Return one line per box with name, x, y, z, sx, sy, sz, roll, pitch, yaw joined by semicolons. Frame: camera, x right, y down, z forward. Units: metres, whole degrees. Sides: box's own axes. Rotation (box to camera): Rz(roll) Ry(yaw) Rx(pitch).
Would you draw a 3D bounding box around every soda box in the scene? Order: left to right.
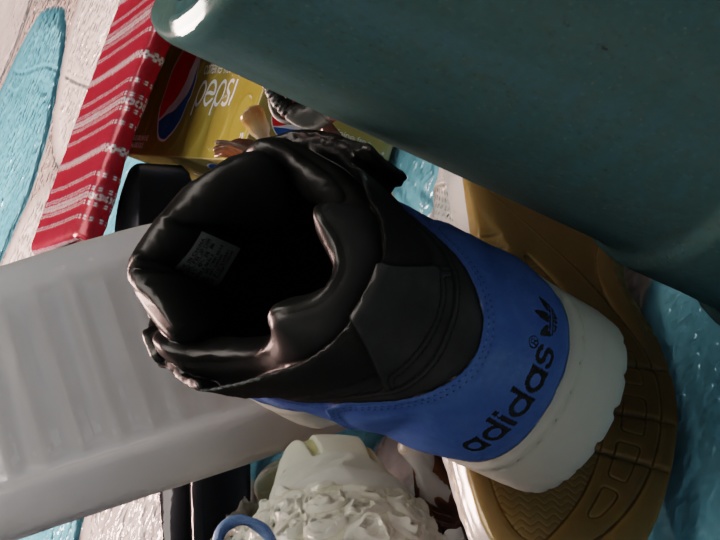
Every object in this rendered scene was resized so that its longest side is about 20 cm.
soda box;-0.044;-0.071;1.117;0.200;0.064;0.068;10;81;70

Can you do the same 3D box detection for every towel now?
towel;-0.100;-0.102;1.158;0.145;0.022;0.201;168;122;-75

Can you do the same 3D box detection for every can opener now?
can opener;-0.072;0.052;1.099;0.063;0.078;0.201;136;135;-62

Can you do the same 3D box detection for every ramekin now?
ramekin;-0.111;0.047;0.957;0.202;0.202;0.095;-25;83;64

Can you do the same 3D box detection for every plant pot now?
plant pot;0.058;-0.102;0.677;0.200;0.195;0.201;-54;25;41

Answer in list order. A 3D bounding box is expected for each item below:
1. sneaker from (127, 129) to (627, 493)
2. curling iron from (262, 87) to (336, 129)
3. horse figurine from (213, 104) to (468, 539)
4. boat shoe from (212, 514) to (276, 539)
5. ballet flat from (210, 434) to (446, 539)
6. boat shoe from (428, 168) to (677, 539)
sneaker;-0.021;0.002;0.708;0.077;0.111;0.200;-62;29;-3
curling iron;0.046;-0.105;0.827;0.199;0.026;0.050;-27;78;21
horse figurine;0.000;0.000;0.906;0.050;0.133;0.200;-27;23;-5
boat shoe;-0.049;0.125;0.734;0.200;0.069;0.084;-29;21;34
ballet flat;-0.019;0.090;0.864;0.200;0.071;0.072;140;144;-70
boat shoe;0.050;0.034;0.779;0.201;0.070;0.069;-89;19;-48
